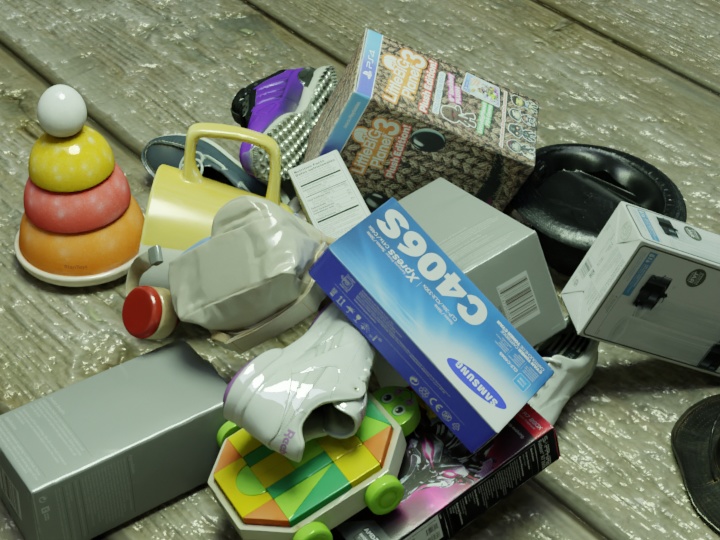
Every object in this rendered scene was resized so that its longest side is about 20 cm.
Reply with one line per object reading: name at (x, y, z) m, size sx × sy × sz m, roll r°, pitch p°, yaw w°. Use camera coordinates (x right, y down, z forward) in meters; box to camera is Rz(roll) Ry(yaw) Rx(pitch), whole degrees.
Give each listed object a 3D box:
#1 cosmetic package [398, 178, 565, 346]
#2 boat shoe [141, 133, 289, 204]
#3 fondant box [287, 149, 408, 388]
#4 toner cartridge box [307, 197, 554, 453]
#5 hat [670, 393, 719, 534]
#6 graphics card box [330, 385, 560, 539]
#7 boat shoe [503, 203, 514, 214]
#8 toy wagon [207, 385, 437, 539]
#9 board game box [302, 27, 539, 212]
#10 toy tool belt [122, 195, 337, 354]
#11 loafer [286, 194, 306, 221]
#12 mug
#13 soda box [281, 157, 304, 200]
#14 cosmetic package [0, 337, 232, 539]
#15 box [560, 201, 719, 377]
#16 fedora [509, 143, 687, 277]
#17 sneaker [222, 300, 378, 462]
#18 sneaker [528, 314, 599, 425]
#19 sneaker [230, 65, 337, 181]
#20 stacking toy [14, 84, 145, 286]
cosmetic package at (0.100, -0.003, 1.277) m, size 0.090 × 0.108 × 0.200 m, roll -30°, pitch 25°, yaw -14°
boat shoe at (-0.169, -0.093, 1.485) m, size 0.199 × 0.075 × 0.062 m, roll 33°, pitch 23°, yaw 23°
fondant box at (0.000, 0.000, 1.308) m, size 0.058 × 0.145 × 0.201 m, roll -22°, pitch 41°, yaw -2°
toner cartridge box at (0.058, 0.042, 1.113) m, size 0.200 × 0.043 × 0.095 m, roll 47°, pitch 49°, yaw 5°
hat at (0.369, 0.149, 1.183) m, size 0.198 × 0.082 × 0.202 m, roll 2°, pitch 38°, yaw -1°
graphics card box at (0.053, 0.163, 1.147) m, size 0.199 × 0.051 × 0.125 m, roll -33°, pitch 48°, yaw -15°
boat shoe at (0.130, -0.133, 1.548) m, size 0.064 × 0.074 × 0.200 m, roll -24°, pitch 44°, yaw -22°
toy wagon at (-0.026, 0.145, 1.121) m, size 0.199 × 0.040 × 0.155 m, roll -31°, pitch 42°, yaw -14°
board game box at (0.059, -0.125, 1.397) m, size 0.198 × 0.160 × 0.097 m, roll 21°, pitch 47°, yaw -12°
toy tool belt at (-0.100, 0.016, 1.193) m, size 0.122 × 0.199 × 0.126 m, roll 10°, pitch 60°, yaw -51°
loafer at (-0.011, -0.074, 1.481) m, size 0.071 × 0.073 × 0.200 m, roll 30°, pitch 50°, yaw 18°
mug at (-0.132, -0.028, 1.329) m, size 0.151 × 0.187 × 0.151 m, roll 10°, pitch 53°, yaw -3°
soda box at (-0.036, -0.134, 1.549) m, size 0.199 × 0.069 × 0.063 m, roll -26°, pitch 45°, yaw -32°
cosmetic package at (-0.207, 0.148, 1.166) m, size 0.199 × 0.091 × 0.107 m, roll -19°, pitch 40°, yaw -28°
box at (0.301, 0.023, 1.259) m, size 0.198 × 0.117 × 0.060 m, roll 17°, pitch 31°, yaw -23°
fedora at (0.241, -0.050, 1.427) m, size 0.198 × 0.092 × 0.201 m, roll 1°, pitch 38°, yaw -1°
sneaker at (-0.018, 0.086, 1.115) m, size 0.099 × 0.075 × 0.200 m, roll 37°, pitch 52°, yaw 21°
sneaker at (0.156, 0.103, 1.244) m, size 0.073 × 0.071 × 0.200 m, roll 22°, pitch 44°, yaw 24°
sneaker at (-0.102, -0.160, 1.477) m, size 0.099 × 0.070 × 0.200 m, roll 8°, pitch 35°, yaw 20°
stacking toy at (-0.288, -0.098, 1.385) m, size 0.144 × 0.202 × 0.147 m, roll 1°, pitch 37°, yaw -1°
